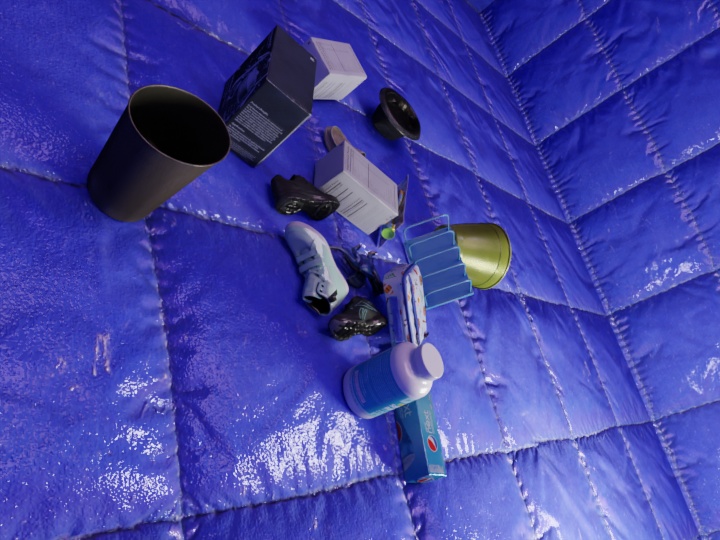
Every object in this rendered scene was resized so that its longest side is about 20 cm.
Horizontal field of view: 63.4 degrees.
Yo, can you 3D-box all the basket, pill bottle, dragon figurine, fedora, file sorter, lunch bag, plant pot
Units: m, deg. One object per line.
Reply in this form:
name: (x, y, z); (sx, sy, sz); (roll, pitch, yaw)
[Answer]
basket: (-0.330, -0.173, 0.917); (0.179, 0.199, 0.138); (-14, 76, -55)
pill bottle: (0.066, 0.212, 1.154); (0.110, 0.199, 0.112); (31, 42, -34)
dragon figurine: (0.000, 0.000, 1.356); (0.198, 0.058, 0.101); (22, 48, -45)
fedora: (0.101, -0.468, 1.820); (0.199, 0.091, 0.203); (33, 42, -35)
file sorter: (0.202, -0.024, 1.536); (0.123, 0.136, 0.203); (61, 12, -70)
lunch bag: (0.105, 0.093, 1.347); (0.160, 0.074, 0.204); (-41, 123, -70)
plant pot: (0.303, -0.056, 1.708); (0.190, 0.200, 0.204); (9, 57, -36)

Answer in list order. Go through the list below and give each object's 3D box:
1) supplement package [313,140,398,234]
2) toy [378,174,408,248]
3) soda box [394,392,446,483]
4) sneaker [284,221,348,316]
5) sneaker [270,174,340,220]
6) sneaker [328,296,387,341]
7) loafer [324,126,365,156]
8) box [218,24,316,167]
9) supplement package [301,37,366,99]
supplement package: (-0.010, -0.203, 1.452); (0.199, 0.109, 0.115); (34, 41, -34)
toy: (0.075, -0.166, 1.542); (0.047, 0.115, 0.202); (26, 43, -20)
soda box: (0.122, 0.344, 1.249); (0.064, 0.067, 0.203); (22, 48, -41)
sneaker: (-0.101, -0.003, 1.204); (0.202, 0.073, 0.118); (55, 27, -12)
sneaker: (-0.122, -0.172, 1.318); (0.198, 0.076, 0.092); (9, 51, -53)
sneaker: (-0.017, 0.102, 1.260); (0.199, 0.075, 0.080); (7, 50, -61)
loafer: (-0.024, -0.302, 1.546); (0.202, 0.068, 0.076); (58, 33, -3)
box: (-0.201, -0.369, 1.243); (0.123, 0.195, 0.203); (33, 41, -34)
supplement package: (-0.092, -0.546, 1.590); (0.199, 0.109, 0.115); (-24, 85, -57)
